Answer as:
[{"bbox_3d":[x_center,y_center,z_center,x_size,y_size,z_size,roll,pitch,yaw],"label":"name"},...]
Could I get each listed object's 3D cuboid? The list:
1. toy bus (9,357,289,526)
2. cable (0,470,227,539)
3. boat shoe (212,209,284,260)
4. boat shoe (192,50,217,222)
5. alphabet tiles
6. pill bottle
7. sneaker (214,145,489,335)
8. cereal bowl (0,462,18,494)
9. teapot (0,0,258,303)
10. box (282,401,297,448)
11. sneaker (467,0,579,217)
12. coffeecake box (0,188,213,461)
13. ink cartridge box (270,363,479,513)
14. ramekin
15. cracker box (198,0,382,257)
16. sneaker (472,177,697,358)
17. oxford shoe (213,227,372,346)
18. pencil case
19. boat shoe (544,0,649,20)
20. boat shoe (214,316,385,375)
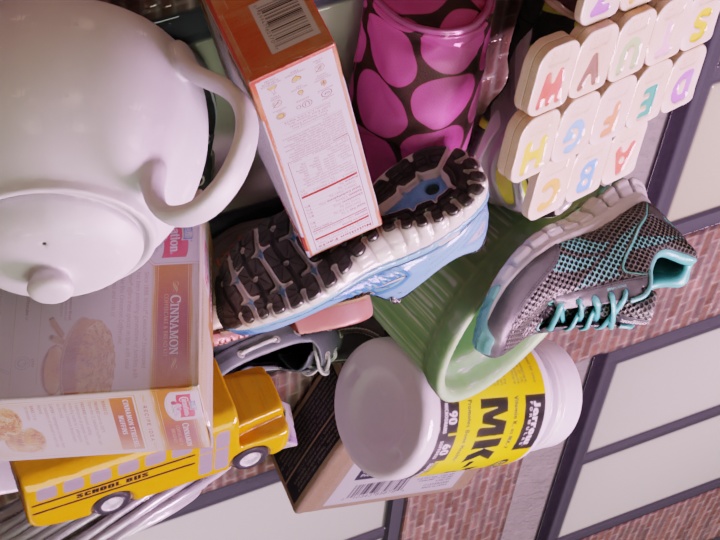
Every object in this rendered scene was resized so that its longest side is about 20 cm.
[{"bbox_3d":[-0.152,0.117,1.250,0.198,0.065,0.079,-17,148,-16],"label":"toy bus"},{"bbox_3d":[-0.202,0.182,1.408,0.199,0.070,0.200,-29,179,-14],"label":"cable"},{"bbox_3d":[-0.046,-0.011,1.288,0.199,0.073,0.063,-35,149,5],"label":"boat shoe"},{"bbox_3d":[-0.123,-0.066,1.153,0.068,0.057,0.201,-16,149,-17],"label":"boat shoe"},{"bbox_3d":[0.165,-0.126,1.120,0.199,0.015,0.197,-25,141,-40],"label":"alphabet tiles"},{"bbox_3d":[0.085,0.107,1.445,0.199,0.115,0.114,-2,144,-43],"label":"pill bottle"},{"bbox_3d":[0.000,0.000,1.152,0.198,0.079,0.090,-23,141,2],"label":"sneaker"},{"bbox_3d":[-0.247,0.075,1.256,0.198,0.084,0.201,-19,151,-11],"label":"cereal bowl"},{"bbox_3d":[-0.173,-0.052,1.004,0.195,0.148,0.200,3,150,-16],"label":"teapot"},{"bbox_3d":[-0.093,0.123,1.436,0.041,0.039,0.200,-14,169,8],"label":"box"},{"bbox_3d":[0.141,-0.131,1.185,0.075,0.076,0.202,-12,126,-52],"label":"sneaker"},{"bbox_3d":[-0.193,0.035,1.100,0.197,0.155,0.073,-4,143,1],"label":"coffeecake box"},{"bbox_3d":[0.040,0.139,1.590,0.198,0.076,0.165,-4,145,-32],"label":"ink cartridge box"},{"bbox_3d":[0.095,-0.008,1.319,0.200,0.098,0.201,-41,158,-20],"label":"ramekin"},{"bbox_3d":[-0.048,-0.117,1.054,0.057,0.135,0.201,-24,151,-5],"label":"cracker box"},{"bbox_3d":[0.161,0.009,1.213,0.199,0.091,0.078,-35,154,-32],"label":"sneaker"},{"bbox_3d":[-0.089,0.009,1.203,0.198,0.071,0.075,-8,102,-24],"label":"oxford shoe"},{"bbox_3d":[0.031,-0.120,1.162,0.091,0.093,0.201,-38,157,-33],"label":"pencil case"},{"bbox_3d":[0.141,-0.204,1.082,0.199,0.072,0.073,27,82,-39],"label":"boat shoe"},{"bbox_3d":[-0.054,0.065,1.411,0.199,0.062,0.073,5,139,-42],"label":"boat shoe"}]
